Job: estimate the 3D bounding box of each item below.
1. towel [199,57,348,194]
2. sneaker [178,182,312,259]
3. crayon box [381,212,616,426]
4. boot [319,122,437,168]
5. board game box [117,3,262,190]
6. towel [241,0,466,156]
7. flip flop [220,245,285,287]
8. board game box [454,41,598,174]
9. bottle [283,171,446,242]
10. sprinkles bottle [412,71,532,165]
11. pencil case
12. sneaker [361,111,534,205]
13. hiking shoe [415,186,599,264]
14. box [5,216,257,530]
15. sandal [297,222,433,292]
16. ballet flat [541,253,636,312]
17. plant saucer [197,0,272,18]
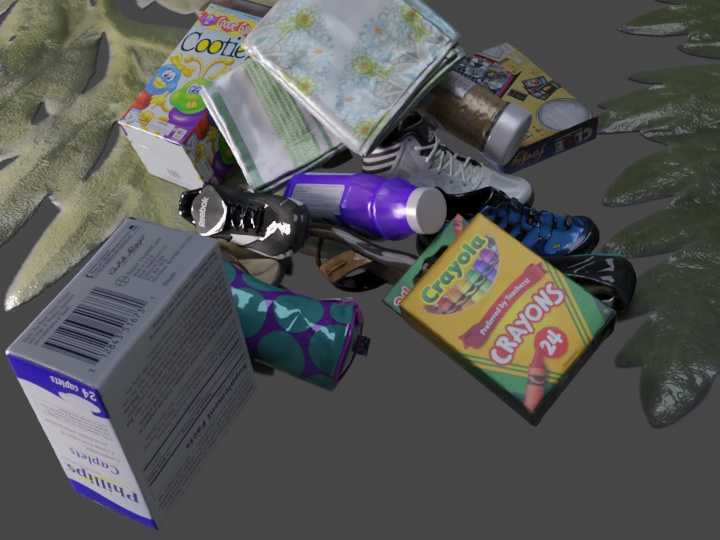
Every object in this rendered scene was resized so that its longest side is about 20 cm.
[{"bbox_3d":[-0.066,-0.192,1.218,0.199,0.031,0.150,-30,86,2],"label":"towel"},{"bbox_3d":[-0.133,-0.056,1.159,0.090,0.067,0.199,9,4,-38],"label":"sneaker"},{"bbox_3d":[0.127,0.036,1.037,0.199,0.051,0.127,37,78,22],"label":"crayon box"},{"bbox_3d":[-0.006,-0.207,1.350,0.198,0.074,0.155,-19,39,-19],"label":"boot"},{"bbox_3d":[-0.183,-0.210,1.317,0.104,0.103,0.201,21,65,26],"label":"board game box"},{"bbox_3d":[-0.006,-0.245,1.184,0.200,0.048,0.171,43,86,10],"label":"towel"},{"bbox_3d":[-0.179,-0.004,1.170,0.198,0.058,0.081,11,46,18],"label":"flip flop"},{"bbox_3d":[0.182,-0.206,1.347,0.134,0.035,0.200,-22,46,-15],"label":"board game box"},{"bbox_3d":[0.004,-0.067,1.150,0.199,0.083,0.066,7,74,46],"label":"bottle"},{"bbox_3d":[0.097,-0.197,1.241,0.199,0.069,0.068,32,54,13],"label":"sprinkles bottle"},{"bbox_3d":[-0.092,0.046,1.072,0.198,0.085,0.093,20,83,16],"label":"pencil case"},{"bbox_3d":[0.094,-0.113,1.204,0.198,0.116,0.076,4,45,11],"label":"sneaker"},{"bbox_3d":[0.155,-0.046,1.146,0.198,0.087,0.075,-1,44,7],"label":"hiking shoe"},{"bbox_3d":[-0.195,0.091,0.971,0.104,0.201,0.184,14,47,24],"label":"box"},{"bbox_3d":[0.000,0.000,1.144,0.198,0.082,0.055,22,76,21],"label":"sandal"},{"bbox_3d":[0.181,0.016,1.098,0.198,0.068,0.069,-1,54,7],"label":"ballet flat"},{"bbox_3d":[-0.116,-0.330,1.434,0.198,0.032,0.200,16,9,-3],"label":"plant saucer"}]
